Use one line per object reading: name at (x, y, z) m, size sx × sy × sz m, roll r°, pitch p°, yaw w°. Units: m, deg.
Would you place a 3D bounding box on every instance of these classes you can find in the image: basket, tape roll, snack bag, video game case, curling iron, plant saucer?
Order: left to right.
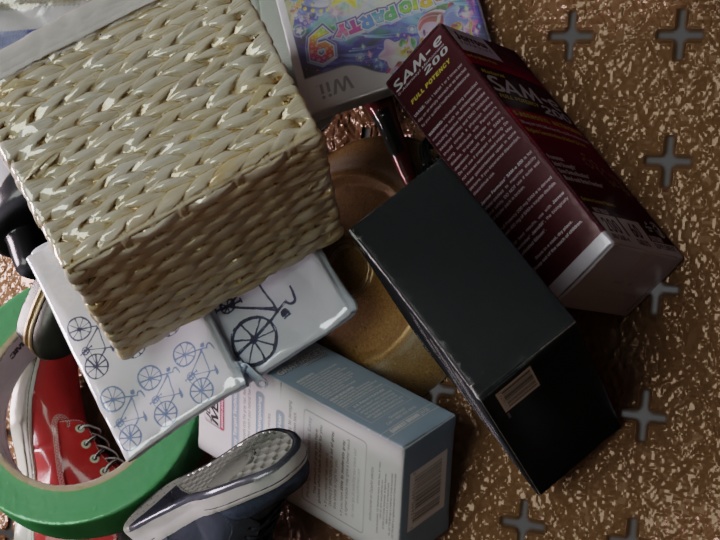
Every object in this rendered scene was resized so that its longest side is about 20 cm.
tape roll at (-0.215, 0.103, 1.365) m, size 0.198 × 0.048 × 0.203 m, roll -3°, pitch 68°, yaw 8°
basket at (-0.127, -0.075, 1.173) m, size 0.199 × 0.198 × 0.162 m, roll -29°, pitch 70°, yaw -6°
snack bag at (-0.119, 0.009, 1.255) m, size 0.199 × 0.021 × 0.190 m, roll -31°, pitch 64°, yaw 1°
plant saucer at (0.000, 0.000, 1.286) m, size 0.198 × 0.035 × 0.203 m, roll -5°, pitch 82°, yaw 36°
video game case at (0.004, -0.222, 1.282) m, size 0.142 × 0.018 × 0.202 m, roll -17°, pitch 73°, yaw 9°
curling iron at (0.023, -0.124, 1.282) m, size 0.049 × 0.026 × 0.201 m, roll -21°, pitch 56°, yaw -12°

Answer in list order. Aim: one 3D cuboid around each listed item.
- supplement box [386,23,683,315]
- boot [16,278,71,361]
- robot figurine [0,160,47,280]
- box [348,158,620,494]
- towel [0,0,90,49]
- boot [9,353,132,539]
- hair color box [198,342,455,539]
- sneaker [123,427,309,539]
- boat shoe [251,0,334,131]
supplement box at (0.114, -0.066, 1.166) m, size 0.061 × 0.108 × 0.201 m, roll -47°, pitch 62°, yaw 21°
boot at (-0.149, 0.013, 1.302) m, size 0.200 × 0.077 × 0.138 m, roll -48°, pitch 55°, yaw -2°
robot figurine at (-0.259, -0.089, 1.422) m, size 0.149 × 0.125 × 0.202 m, roll -15°, pitch 67°, yaw -11°
box at (0.083, 0.040, 1.115) m, size 0.079 × 0.200 × 0.141 m, roll -39°, pitch 63°, yaw -3°
towel at (-0.218, -0.236, 1.337) m, size 0.145 × 0.024 × 0.203 m, roll -3°, pitch 79°, yaw 10°
boot at (-0.202, 0.145, 1.404) m, size 0.143 × 0.072 × 0.203 m, roll -9°, pitch 77°, yaw 25°
hair color box at (-0.028, 0.115, 1.257) m, size 0.199 × 0.060 × 0.100 m, roll 25°, pitch 126°, yaw 34°
sneaker at (-0.065, 0.198, 1.244) m, size 0.147 × 0.077 × 0.202 m, roll 52°, pitch 140°, yaw -6°
boat shoe at (-0.053, -0.189, 1.331) m, size 0.075 × 0.060 × 0.202 m, roll -12°, pitch 75°, yaw 6°
